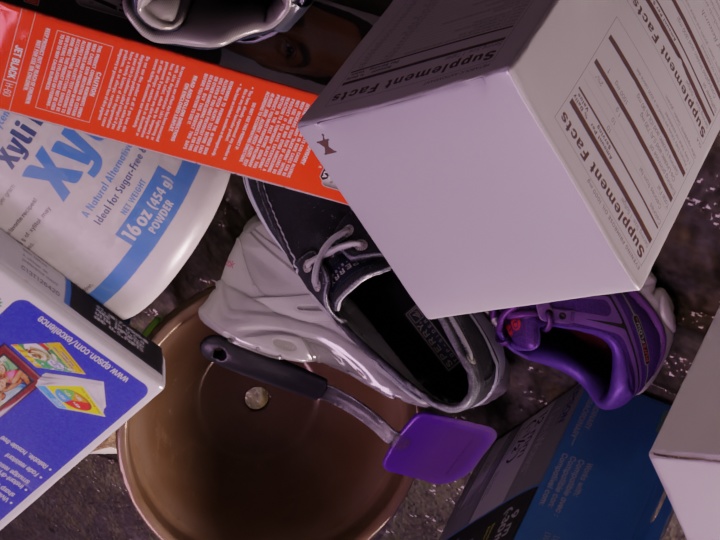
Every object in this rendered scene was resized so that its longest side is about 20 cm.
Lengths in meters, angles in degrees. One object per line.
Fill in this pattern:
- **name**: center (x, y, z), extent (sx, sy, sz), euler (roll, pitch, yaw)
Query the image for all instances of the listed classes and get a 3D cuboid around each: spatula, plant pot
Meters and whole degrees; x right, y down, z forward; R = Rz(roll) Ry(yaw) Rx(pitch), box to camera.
- **spatula**: center (-0.011, 0.086, 0.960), extent (0.200, 0.021, 0.057), euler (26, 119, -11)
- **plant pot**: center (-0.064, 0.095, 1.010), extent (0.201, 0.201, 0.093), euler (47, 178, -16)

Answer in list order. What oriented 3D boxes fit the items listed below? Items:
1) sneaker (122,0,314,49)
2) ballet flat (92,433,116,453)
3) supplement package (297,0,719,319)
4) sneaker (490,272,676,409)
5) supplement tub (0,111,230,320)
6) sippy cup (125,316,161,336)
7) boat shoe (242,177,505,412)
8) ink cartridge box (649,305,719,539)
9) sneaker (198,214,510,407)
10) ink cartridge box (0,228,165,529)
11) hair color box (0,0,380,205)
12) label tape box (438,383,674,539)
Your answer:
- **sneaker**: center (-0.098, -0.187, 0.712), extent (0.202, 0.146, 0.077), euler (35, 125, -5)
- **ballet flat**: center (-0.192, 0.118, 1.192), extent (0.065, 0.071, 0.200), euler (36, 149, -28)
- **supplement package**: center (0.083, -0.089, 0.649), extent (0.114, 0.200, 0.110), euler (-9, 125, 43)
- **sneaker**: center (0.089, -0.001, 0.837), extent (0.200, 0.083, 0.081), euler (39, 142, -4)
- **supplement tub**: center (-0.184, -0.073, 0.840), extent (0.200, 0.132, 0.132), euler (32, 145, -21)
- **sippy cup**: center (-0.230, 0.032, 1.065), extent (0.130, 0.178, 0.140), euler (-29, 90, 46)
- **boat shoe**: center (0.000, 0.000, 0.851), extent (0.072, 0.068, 0.200), euler (-41, 82, 17)
- **ink cartridge box**: center (0.240, 0.113, 0.800), extent (0.085, 0.145, 0.200), euler (1, 132, 37)
- **sneaker**: center (0.009, 0.021, 0.927), extent (0.200, 0.100, 0.078), euler (19, -177, -16)
- **ink cartridge box**: center (-0.244, 0.059, 0.820), extent (0.200, 0.047, 0.198), euler (-39, 121, 18)
- **hair color box**: center (-0.085, -0.106, 0.753), extent (0.200, 0.102, 0.061), euler (15, 127, -16)
- **label tape box**: center (0.120, 0.142, 0.920), extent (0.066, 0.143, 0.200), euler (36, 143, -4)
